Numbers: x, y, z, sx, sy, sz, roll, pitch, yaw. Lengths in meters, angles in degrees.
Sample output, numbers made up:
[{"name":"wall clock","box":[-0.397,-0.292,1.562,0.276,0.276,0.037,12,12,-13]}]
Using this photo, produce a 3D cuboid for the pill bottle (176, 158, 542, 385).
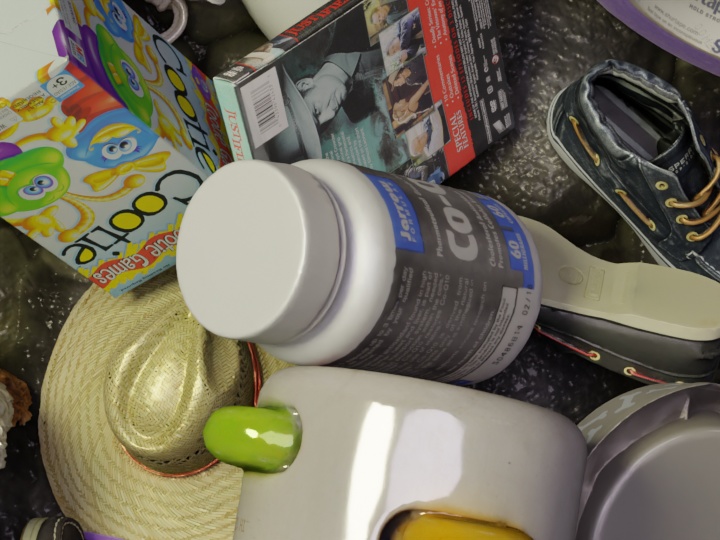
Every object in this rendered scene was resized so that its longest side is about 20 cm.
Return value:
[{"name":"pill bottle","box":[0.000,0.000,1.368,0.200,0.114,0.114,10,76,-50]}]

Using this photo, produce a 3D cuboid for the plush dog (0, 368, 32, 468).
[{"name":"plush dog","box":[-0.277,0.115,1.401,0.200,0.160,0.172,38,92,28]}]

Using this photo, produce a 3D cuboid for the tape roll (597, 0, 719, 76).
[{"name":"tape roll","box":[0.231,-0.183,1.466,0.200,0.200,0.085,28,78,-3]}]

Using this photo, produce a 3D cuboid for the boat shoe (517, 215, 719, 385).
[{"name":"boat shoe","box":[0.121,0.018,1.484,0.201,0.063,0.074,18,40,9]}]

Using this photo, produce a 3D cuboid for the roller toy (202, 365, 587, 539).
[{"name":"roller toy","box":[0.027,0.135,1.339,0.200,0.182,0.140,6,82,27]}]

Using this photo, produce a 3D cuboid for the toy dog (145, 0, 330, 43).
[{"name":"toy dog","box":[-0.053,-0.176,1.478,0.200,0.096,0.132,21,79,-4]}]

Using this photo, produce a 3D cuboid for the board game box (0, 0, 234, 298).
[{"name":"board game box","box":[-0.158,-0.084,1.373,0.105,0.200,0.103,-29,57,15]}]

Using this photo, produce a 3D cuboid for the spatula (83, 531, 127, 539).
[{"name":"spatula","box":[-0.167,0.250,1.429,0.056,0.021,0.200,9,84,28]}]

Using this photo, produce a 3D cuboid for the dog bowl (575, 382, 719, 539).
[{"name":"dog bowl","box":[0.186,0.157,1.446,0.200,0.059,0.201,-5,102,-22]}]

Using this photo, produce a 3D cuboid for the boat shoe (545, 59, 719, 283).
[{"name":"boat shoe","box":[0.198,-0.044,1.495,0.200,0.091,0.071,40,78,0]}]

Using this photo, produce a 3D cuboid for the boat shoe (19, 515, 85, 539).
[{"name":"boat shoe","box":[-0.142,0.225,1.367,0.065,0.073,0.200,-20,66,14]}]

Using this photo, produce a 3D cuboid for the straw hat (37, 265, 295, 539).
[{"name":"straw hat","box":[-0.103,0.066,1.414,0.201,0.085,0.202,-3,75,10]}]

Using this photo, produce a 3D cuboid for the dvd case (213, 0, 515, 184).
[{"name":"dvd case","box":[0.007,-0.096,1.438,0.200,0.022,0.146,-38,131,-31]}]
